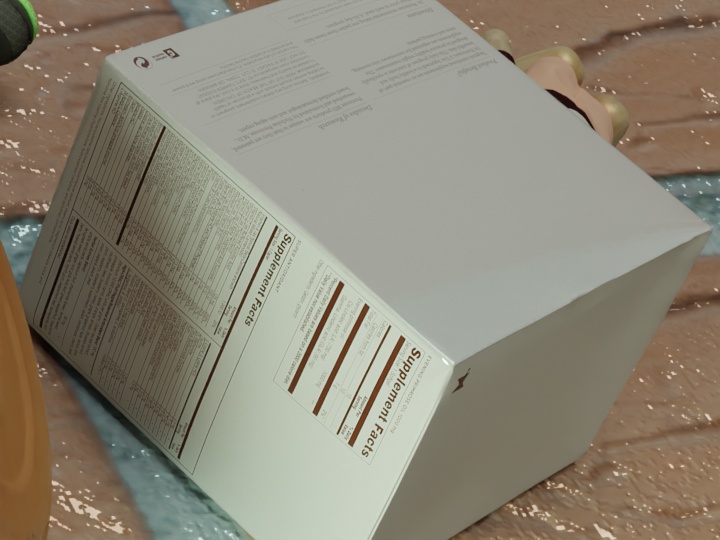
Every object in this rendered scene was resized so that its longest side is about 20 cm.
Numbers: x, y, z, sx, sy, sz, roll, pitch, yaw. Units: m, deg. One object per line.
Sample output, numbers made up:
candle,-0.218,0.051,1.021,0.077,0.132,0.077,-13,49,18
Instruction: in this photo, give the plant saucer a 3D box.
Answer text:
plant saucer,-0.153,0.029,0.970,0.032,0.201,0.201,-15,41,6

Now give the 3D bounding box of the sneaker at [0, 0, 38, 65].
sneaker,-0.248,-0.115,1.201,0.199,0.077,0.084,8,57,-16

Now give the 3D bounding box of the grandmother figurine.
grandmother figurine,0.094,-0.062,1.274,0.121,0.061,0.200,40,15,2

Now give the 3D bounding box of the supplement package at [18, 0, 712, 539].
supplement package,0.000,0.000,1.121,0.200,0.147,0.191,41,39,21
